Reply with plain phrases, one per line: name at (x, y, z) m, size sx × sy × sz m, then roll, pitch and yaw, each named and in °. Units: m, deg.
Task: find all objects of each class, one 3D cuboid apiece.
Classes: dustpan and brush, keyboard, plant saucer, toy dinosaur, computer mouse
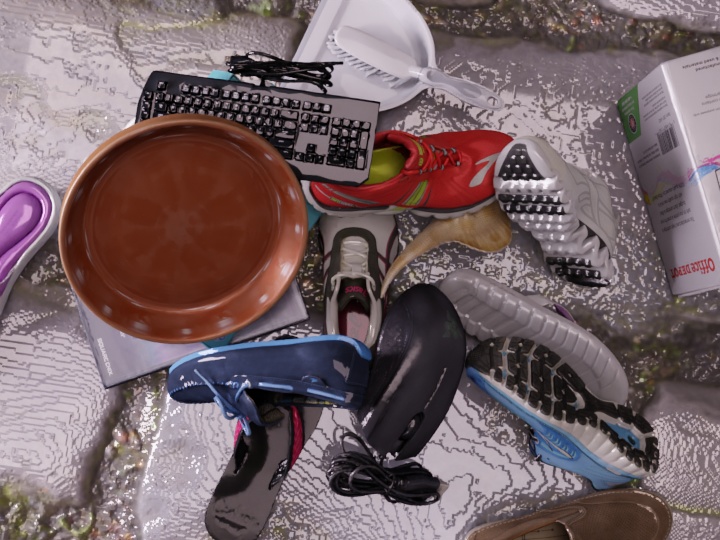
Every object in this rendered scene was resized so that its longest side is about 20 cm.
dustpan and brush at (0.040, -0.190, 1.093) m, size 0.199 × 0.057 × 0.140 m, roll 25°, pitch 83°, yaw -1°
keyboard at (-0.085, -0.133, 0.953) m, size 0.199 × 0.040 × 0.104 m, roll 8°, pitch 81°, yaw 2°
plant saucer at (-0.142, -0.033, 0.945) m, size 0.200 × 0.032 × 0.201 m, roll -7°, pitch 119°, yaw -13°
toy dinosaur at (0.090, -0.052, 1.064) m, size 0.199 × 0.058 × 0.101 m, roll -20°, pitch 65°, yaw -24°
computer mouse at (0.052, 0.111, 1.035) m, size 0.138 × 0.053 × 0.201 m, roll 20°, pitch 81°, yaw -42°

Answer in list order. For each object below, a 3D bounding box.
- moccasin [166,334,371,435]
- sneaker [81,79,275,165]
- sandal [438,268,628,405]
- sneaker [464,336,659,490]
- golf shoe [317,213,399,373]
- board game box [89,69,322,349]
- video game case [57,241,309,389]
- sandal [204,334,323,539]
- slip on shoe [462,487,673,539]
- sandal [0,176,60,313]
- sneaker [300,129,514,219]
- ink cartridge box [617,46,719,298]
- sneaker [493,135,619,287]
moccasin at (-0.086, 0.100, 0.999) m, size 0.199 × 0.080 × 0.068 m, roll -13°, pitch 68°, yaw 32°
sneaker at (-0.157, -0.113, 1.055) m, size 0.200 × 0.081 × 0.077 m, roll -34°, pitch 63°, yaw -8°
sandal at (0.167, 0.056, 1.081) m, size 0.202 × 0.083 × 0.050 m, roll 36°, pitch 41°, yaw -1°
sneaker at (0.170, 0.140, 1.051) m, size 0.200 × 0.090 × 0.078 m, roll 36°, pitch 40°, yaw -9°
golf shoe at (0.000, 0.000, 1.061) m, size 0.077 × 0.088 × 0.201 m, roll -1°, pitch 83°, yaw -2°
board game box at (-0.127, -0.050, 1.025) m, size 0.151 × 0.047 × 0.200 m, roll 40°, pitch 81°, yaw -32°
video game case at (-0.164, 0.010, 1.084) m, size 0.199 × 0.019 × 0.143 m, roll -19°, pitch 86°, yaw -4°
sandal at (-0.084, 0.157, 1.060) m, size 0.075 × 0.045 × 0.201 m, roll 20°, pitch 84°, yaw 0°
slip on shoe at (0.192, 0.245, 1.060) m, size 0.199 × 0.061 × 0.076 m, roll -7°, pitch 86°, yaw -4°
sandal at (-0.349, -0.001, 1.048) m, size 0.082 × 0.050 × 0.203 m, roll 31°, pitch 86°, yaw 3°
sneaker at (0.049, -0.088, 1.006) m, size 0.199 × 0.085 × 0.077 m, roll -10°, pitch 75°, yaw -13°
ink cartridge box at (0.316, -0.086, 1.058) m, size 0.084 × 0.145 × 0.201 m, roll -15°, pitch 86°, yaw -5°
sneaker at (0.181, -0.065, 1.044) m, size 0.075 × 0.200 × 0.081 m, roll 11°, pitch 66°, yaw 36°
